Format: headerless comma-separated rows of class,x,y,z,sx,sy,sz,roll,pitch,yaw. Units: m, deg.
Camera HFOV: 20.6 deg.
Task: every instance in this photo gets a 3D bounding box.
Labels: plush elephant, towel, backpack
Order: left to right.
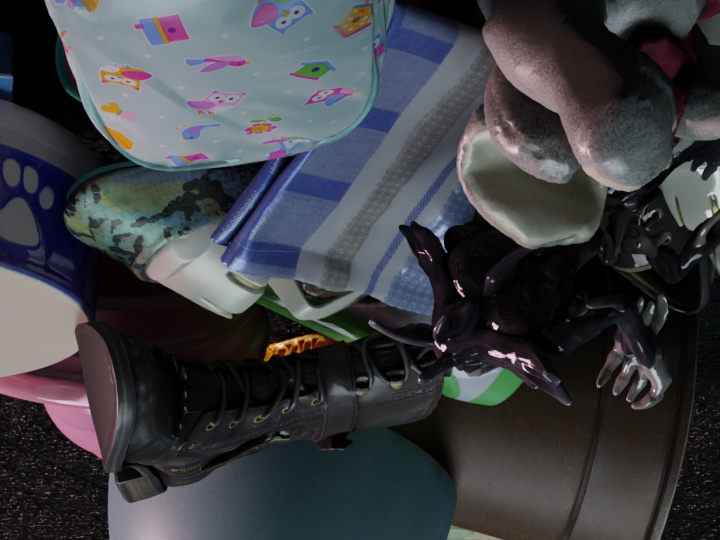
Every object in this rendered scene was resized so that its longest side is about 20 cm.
backpack,-0.056,-0.124,0.725,0.167,0.127,0.200,0,159,1
towel,0.042,-0.039,0.900,0.200,0.024,0.147,15,120,-46
plush elephant,0.111,-0.088,0.782,0.200,0.165,0.155,21,165,45

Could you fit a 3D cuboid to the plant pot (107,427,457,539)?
plant pot,-0.055,0.171,1.107,0.200,0.135,0.200,10,151,5

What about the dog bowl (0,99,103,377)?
dog bowl,-0.221,-0.013,0.926,0.200,0.079,0.200,0,159,0

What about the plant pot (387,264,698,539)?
plant pot,0.082,0.075,1.201,0.198,0.201,0.200,11,159,-3

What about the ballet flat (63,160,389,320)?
ballet flat,-0.047,-0.010,0.921,0.200,0.074,0.074,1,166,-45

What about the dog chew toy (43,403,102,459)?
dog chew toy,-0.141,0.061,1.209,0.124,0.125,0.200,-3,173,11

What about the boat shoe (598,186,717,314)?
boat shoe,0.153,-0.031,1.061,0.073,0.065,0.200,-10,157,31

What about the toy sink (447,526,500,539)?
toy sink,0.072,0.142,1.346,0.112,0.200,0.130,3,159,-5

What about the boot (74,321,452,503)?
boot,-0.041,0.052,0.951,0.174,0.069,0.200,-13,164,-4

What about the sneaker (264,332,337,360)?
sneaker,-0.035,0.076,1.362,0.077,0.073,0.200,20,152,-19

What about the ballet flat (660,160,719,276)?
ballet flat,0.187,-0.037,0.998,0.067,0.064,0.200,1,153,34

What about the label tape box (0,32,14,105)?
label tape box,-0.240,-0.081,0.949,0.143,0.066,0.200,5,157,-11

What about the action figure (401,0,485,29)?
action figure,0.048,-0.053,0.959,0.065,0.099,0.200,-14,163,-5

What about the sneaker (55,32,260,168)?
sneaker,-0.091,-0.080,0.906,0.121,0.084,0.200,9,151,-35

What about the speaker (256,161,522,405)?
speaker,0.000,0.000,1.061,0.200,0.089,0.088,26,153,-15

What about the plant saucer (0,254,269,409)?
plant saucer,-0.148,0.011,1.088,0.200,0.051,0.201,8,-159,-3

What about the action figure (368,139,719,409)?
action figure,0.098,0.006,0.877,0.200,0.119,0.102,-31,143,-18
